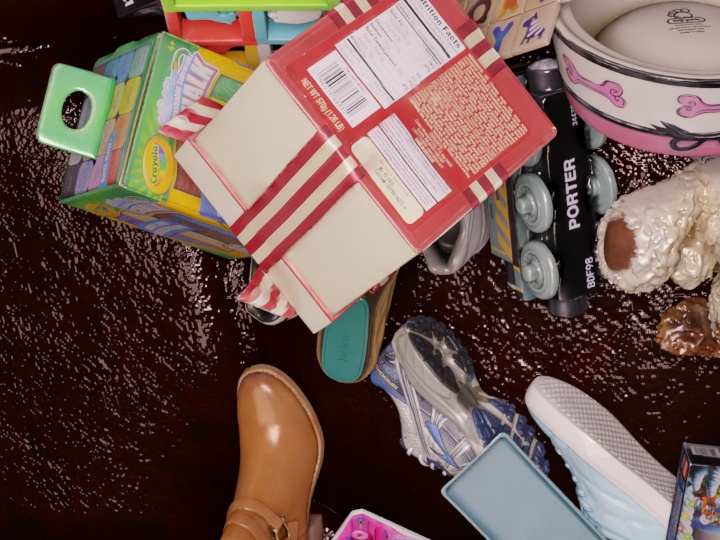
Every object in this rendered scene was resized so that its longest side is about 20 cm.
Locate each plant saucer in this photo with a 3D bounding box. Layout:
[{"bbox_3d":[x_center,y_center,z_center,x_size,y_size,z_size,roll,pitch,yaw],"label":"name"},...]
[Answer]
[{"bbox_3d":[0.153,0.217,1.268,0.070,0.019,0.200,-43,102,3],"label":"plant saucer"}]

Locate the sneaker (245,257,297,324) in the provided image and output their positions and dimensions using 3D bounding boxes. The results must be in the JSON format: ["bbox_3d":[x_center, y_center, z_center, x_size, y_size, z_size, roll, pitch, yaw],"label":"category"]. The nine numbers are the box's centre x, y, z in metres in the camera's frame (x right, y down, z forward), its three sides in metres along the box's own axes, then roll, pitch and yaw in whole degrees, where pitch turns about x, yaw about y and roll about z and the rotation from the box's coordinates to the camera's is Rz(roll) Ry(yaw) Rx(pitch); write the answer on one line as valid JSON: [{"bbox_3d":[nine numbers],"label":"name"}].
[{"bbox_3d":[-0.044,-0.042,1.284,0.075,0.088,0.201,23,121,20],"label":"sneaker"}]

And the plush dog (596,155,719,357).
[{"bbox_3d":[0.295,-0.001,1.164,0.199,0.161,0.173,5,128,37],"label":"plush dog"}]

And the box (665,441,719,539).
[{"bbox_3d":[0.336,0.211,1.221,0.198,0.040,0.138,6,111,1],"label":"box"}]

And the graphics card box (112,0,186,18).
[{"bbox_3d":[-0.079,-0.243,1.190,0.199,0.125,0.051,-16,92,25],"label":"graphics card box"}]

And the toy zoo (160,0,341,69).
[{"bbox_3d":[-0.078,-0.180,1.191,0.130,0.200,0.021,0,74,-1],"label":"toy zoo"}]

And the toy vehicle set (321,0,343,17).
[{"bbox_3d":[-0.018,-0.238,1.255,0.124,0.027,0.201,-29,95,28],"label":"toy vehicle set"}]

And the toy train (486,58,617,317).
[{"bbox_3d":[0.137,-0.066,1.209,0.114,0.085,0.201,32,135,60],"label":"toy train"}]

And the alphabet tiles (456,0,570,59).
[{"bbox_3d":[0.126,-0.218,1.105,0.008,0.168,0.199,34,153,-31],"label":"alphabet tiles"}]

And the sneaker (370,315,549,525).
[{"bbox_3d":[0.082,0.136,1.323,0.085,0.077,0.201,-39,83,37],"label":"sneaker"}]

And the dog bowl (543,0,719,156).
[{"bbox_3d":[0.225,-0.155,1.099,0.199,0.201,0.074,12,131,18],"label":"dog bowl"}]

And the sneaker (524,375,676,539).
[{"bbox_3d":[0.195,0.175,1.279,0.200,0.074,0.082,44,113,4],"label":"sneaker"}]

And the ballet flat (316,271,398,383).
[{"bbox_3d":[0.000,0.000,1.291,0.068,0.063,0.201,19,126,8],"label":"ballet flat"}]

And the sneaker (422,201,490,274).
[{"bbox_3d":[0.058,-0.090,1.228,0.074,0.087,0.201,-13,111,17],"label":"sneaker"}]

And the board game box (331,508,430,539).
[{"bbox_3d":[0.034,0.320,1.379,0.199,0.026,0.201,27,117,-13],"label":"board game box"}]

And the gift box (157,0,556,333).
[{"bbox_3d":[-0.016,-0.080,1.089,0.185,0.200,0.187,55,148,1],"label":"gift box"}]

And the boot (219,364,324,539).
[{"bbox_3d":[-0.093,0.196,1.357,0.076,0.155,0.202,3,108,21],"label":"boot"}]

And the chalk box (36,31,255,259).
[{"bbox_3d":[-0.144,-0.097,1.205,0.124,0.199,0.125,-5,69,58],"label":"chalk box"}]
